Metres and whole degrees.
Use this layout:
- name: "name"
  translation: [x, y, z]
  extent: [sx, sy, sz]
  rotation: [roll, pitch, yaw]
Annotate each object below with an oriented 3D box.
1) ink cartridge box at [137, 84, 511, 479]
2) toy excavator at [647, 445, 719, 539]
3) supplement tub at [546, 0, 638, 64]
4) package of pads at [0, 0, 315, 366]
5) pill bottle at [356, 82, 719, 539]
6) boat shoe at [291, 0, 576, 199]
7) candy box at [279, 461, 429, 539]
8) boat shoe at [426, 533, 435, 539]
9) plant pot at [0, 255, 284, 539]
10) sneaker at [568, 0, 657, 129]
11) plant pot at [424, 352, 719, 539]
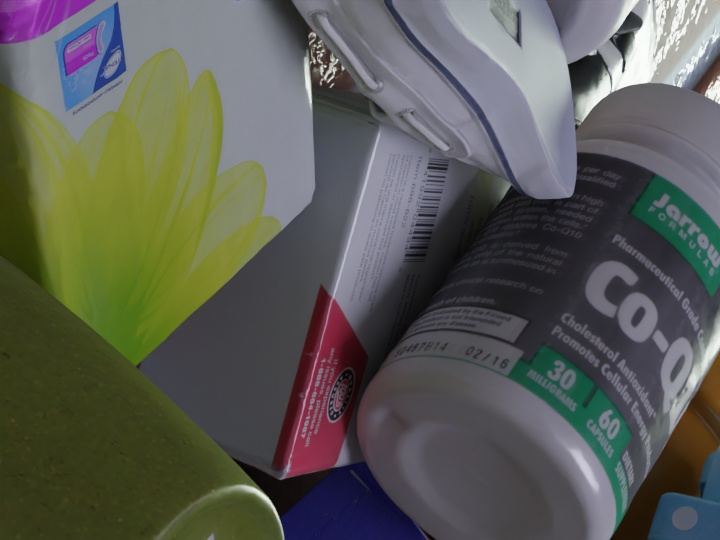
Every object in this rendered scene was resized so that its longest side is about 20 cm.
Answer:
- name: "ink cartridge box"
  translation: [0.000, 0.000, 0.869]
  extent: [0.200, 0.083, 0.146]
  rotation: [0, 106, -63]
- name: "toy excavator"
  translation: [0.188, 0.098, 0.946]
  extent: [0.195, 0.099, 0.201]
  rotation: [63, 42, -54]
- name: "supplement tub"
  translation: [0.090, -0.191, 0.851]
  extent: [0.200, 0.140, 0.141]
  rotation: [-51, 148, -35]
- name: "package of pads"
  translation: [-0.081, -0.074, 0.674]
  extent: [0.154, 0.068, 0.201]
  rotation: [-44, 143, -42]
- name: "pill bottle"
  translation: [0.092, 0.018, 0.837]
  extent: [0.200, 0.113, 0.114]
  rotation: [-53, 149, -35]
- name: "boat shoe"
  translation: [0.029, -0.081, 0.742]
  extent: [0.200, 0.065, 0.074]
  rotation: [48, 40, -57]
- name: "candy box"
  translation: [-0.018, 0.196, 0.914]
  extent: [0.169, 0.077, 0.200]
  rotation: [-40, 147, -6]
- name: "boat shoe"
  translation: [0.079, 0.130, 0.923]
  extent: [0.066, 0.070, 0.200]
  rotation: [-38, 132, -5]
- name: "plant pot"
  translation: [-0.127, 0.067, 0.526]
  extent: [0.187, 0.199, 0.188]
  rotation: [-44, 144, -44]
- name: "sneaker"
  translation: [0.106, -0.118, 1.020]
  extent: [0.200, 0.074, 0.089]
  rotation: [-28, 132, -68]
- name: "plant pot"
  translation: [0.115, 0.097, 1.071]
  extent: [0.183, 0.200, 0.201]
  rotation: [-45, 148, -14]
